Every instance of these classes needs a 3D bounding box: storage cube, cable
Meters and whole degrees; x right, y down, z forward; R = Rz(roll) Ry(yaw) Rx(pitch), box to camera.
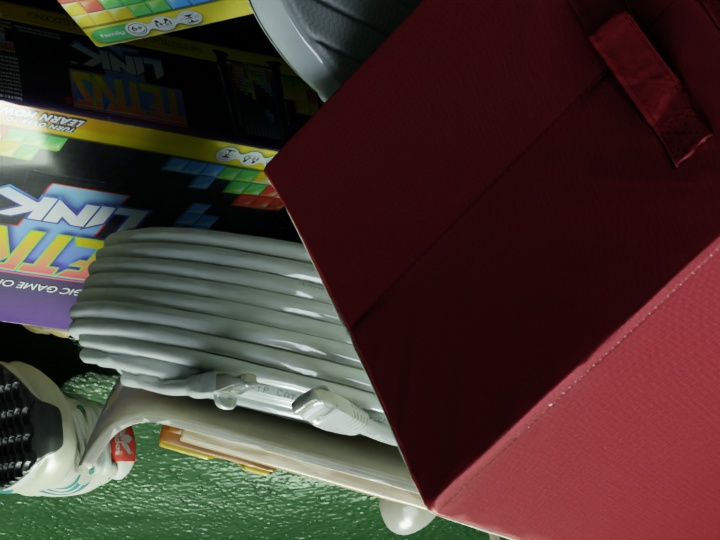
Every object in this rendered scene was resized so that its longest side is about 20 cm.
[{"bbox_3d":[0.107,-0.012,0.875,0.180,0.171,0.200,-44,140,21],"label":"storage cube"},{"bbox_3d":[-0.024,0.029,1.036,0.200,0.069,0.200,9,175,45],"label":"cable"}]

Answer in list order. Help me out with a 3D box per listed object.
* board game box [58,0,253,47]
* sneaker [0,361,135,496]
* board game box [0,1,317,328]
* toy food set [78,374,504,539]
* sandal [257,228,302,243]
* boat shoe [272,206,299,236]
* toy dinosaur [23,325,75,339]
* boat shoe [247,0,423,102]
[{"bbox_3d":[-0.048,-0.167,0.927,0.199,0.057,0.165,-11,149,21],"label":"board game box"},{"bbox_3d":[-0.163,0.087,1.343,0.093,0.071,0.200,-2,172,-19],"label":"sneaker"},{"bbox_3d":[-0.142,-0.042,1.087,0.199,0.057,0.165,8,144,-31],"label":"board game box"},{"bbox_3d":[-0.027,0.093,1.151,0.199,0.061,0.144,15,-167,-2],"label":"toy food set"},{"bbox_3d":[0.000,0.000,1.192,0.199,0.075,0.045,-11,113,33],"label":"sandal"},{"bbox_3d":[0.020,-0.030,1.086,0.200,0.072,0.067,17,-163,42],"label":"boat shoe"},{"bbox_3d":[-0.165,0.013,1.270,0.200,0.058,0.101,20,162,-26],"label":"toy dinosaur"},{"bbox_3d":[0.015,-0.076,0.959,0.071,0.072,0.200,6,158,46],"label":"boat shoe"}]
